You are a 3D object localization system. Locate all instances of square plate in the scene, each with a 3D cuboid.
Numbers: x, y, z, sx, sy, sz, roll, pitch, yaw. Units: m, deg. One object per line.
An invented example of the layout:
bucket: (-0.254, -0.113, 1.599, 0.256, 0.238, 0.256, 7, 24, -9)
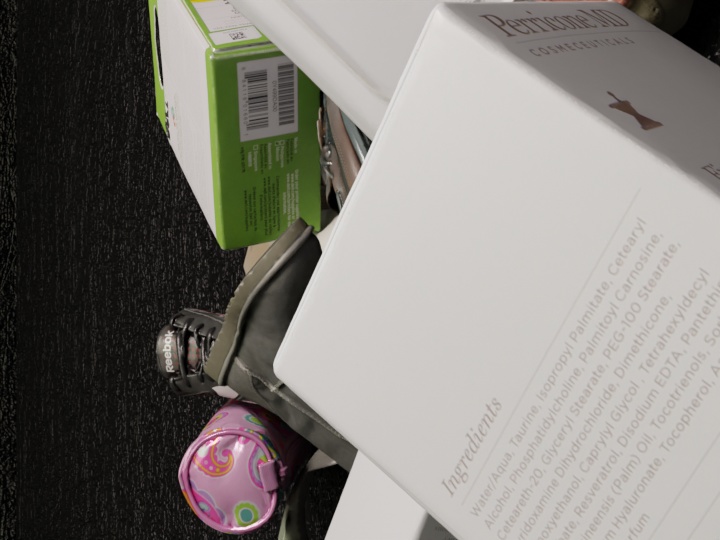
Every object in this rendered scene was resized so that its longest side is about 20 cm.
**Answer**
square plate: (0.024, -0.193, 0.698, 0.200, 0.198, 0.028, -47, 1, 10)

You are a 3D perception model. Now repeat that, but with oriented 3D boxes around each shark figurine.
shark figurine: (-0.027, 0.244, 0.990, 0.127, 0.089, 0.218, -22, 73, 27)

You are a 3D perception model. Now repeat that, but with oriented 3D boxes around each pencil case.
pencil case: (-0.084, 0.144, 1.005, 0.200, 0.086, 0.089, -37, -47, -81)

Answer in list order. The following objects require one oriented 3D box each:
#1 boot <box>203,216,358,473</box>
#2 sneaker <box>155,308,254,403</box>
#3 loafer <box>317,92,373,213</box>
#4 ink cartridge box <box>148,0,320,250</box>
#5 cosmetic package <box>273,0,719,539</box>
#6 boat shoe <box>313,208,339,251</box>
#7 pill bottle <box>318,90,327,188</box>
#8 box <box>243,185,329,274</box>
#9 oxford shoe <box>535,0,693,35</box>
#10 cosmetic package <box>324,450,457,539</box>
boot: (0.003, 0.076, 0.797, 0.199, 0.073, 0.183, 38, 146, 8)
sneaker: (-0.103, 0.067, 0.950, 0.200, 0.096, 0.072, 180, 93, -65)
loafer: (0.000, -0.044, 0.752, 0.063, 0.072, 0.202, -34, 48, 19)
ink cartridge box: (-0.095, -0.134, 0.883, 0.201, 0.075, 0.150, -122, 27, -49)
cosmetic package: (0.108, 0.017, 0.482, 0.199, 0.166, 0.168, 38, 119, 23)
boat shoe: (0.000, 0.000, 0.858, 0.199, 0.069, 0.072, -8, 41, 56)
pill bottle: (-0.012, -0.126, 0.932, 0.200, 0.109, 0.113, -132, 49, -57)
box: (-0.026, 0.027, 0.992, 0.201, 0.077, 0.096, -116, 37, -46)
oxford shoe: (0.131, -0.123, 0.655, 0.201, 0.073, 0.072, -57, 37, 44)
cosmetic package: (0.044, 0.119, 0.666, 0.102, 0.073, 0.203, -125, 51, -63)
